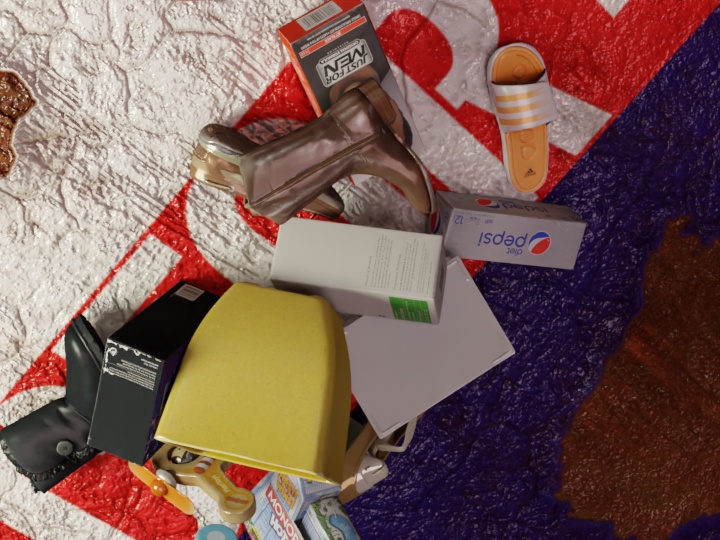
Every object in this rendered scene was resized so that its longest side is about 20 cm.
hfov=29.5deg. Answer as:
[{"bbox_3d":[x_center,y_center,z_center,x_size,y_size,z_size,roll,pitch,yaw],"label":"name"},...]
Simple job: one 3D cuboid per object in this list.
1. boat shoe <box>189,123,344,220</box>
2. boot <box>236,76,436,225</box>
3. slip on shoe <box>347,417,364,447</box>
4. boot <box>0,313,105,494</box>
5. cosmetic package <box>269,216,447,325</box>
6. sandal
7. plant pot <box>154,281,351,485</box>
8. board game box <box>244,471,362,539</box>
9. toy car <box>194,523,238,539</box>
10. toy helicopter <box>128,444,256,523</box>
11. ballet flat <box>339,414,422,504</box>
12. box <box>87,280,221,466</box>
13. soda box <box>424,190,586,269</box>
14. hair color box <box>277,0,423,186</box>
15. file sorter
[{"bbox_3d":[-0.113,-0.103,1.620,0.198,0.076,0.072,25,110,-19],"label":"boat shoe"},{"bbox_3d":[-0.029,-0.096,1.574,0.199,0.064,0.188,-34,109,-9],"label":"boot"},{"bbox_3d":[-0.073,0.227,1.813,0.198,0.075,0.061,5,158,-32],"label":"slip on shoe"},{"bbox_3d":[-0.365,0.169,1.661,0.167,0.077,0.202,-27,128,-9],"label":"boot"},{"bbox_3d":[0.000,0.000,1.633,0.197,0.086,0.108,6,162,10],"label":"cosmetic package"},{"bbox_3d":[0.212,-0.183,1.701,0.078,0.059,0.209,-20,121,-10],"label":"sandal"},{"bbox_3d":[-0.106,0.127,1.595,0.193,0.194,0.203,10,79,9],"label":"plant pot"},{"bbox_3d":[-0.069,0.319,1.739,0.061,0.201,0.201,-10,142,-32],"label":"board game box"},{"bbox_3d":[-0.126,0.450,1.842,0.197,0.178,0.186,-4,127,-23],"label":"toy car"},{"bbox_3d":[-0.199,0.255,1.694,0.131,0.199,0.080,-21,124,-29],"label":"toy helicopter"},{"bbox_3d":[0.022,0.234,1.792,0.201,0.062,0.069,-56,147,-24],"label":"ballet flat"},{"bbox_3d":[-0.233,0.117,1.609,0.078,0.200,0.143,22,114,10],"label":"box"},{"bbox_3d":[0.186,-0.052,1.757,0.197,0.064,0.069,5,113,-22],"label":"soda box"},{"bbox_3d":[-0.010,-0.213,1.603,0.101,0.061,0.201,-30,123,-4],"label":"hair color box"},{"bbox_3d":[0.070,0.094,1.735,0.199,0.125,0.140,-32,91,-2],"label":"file sorter"}]
